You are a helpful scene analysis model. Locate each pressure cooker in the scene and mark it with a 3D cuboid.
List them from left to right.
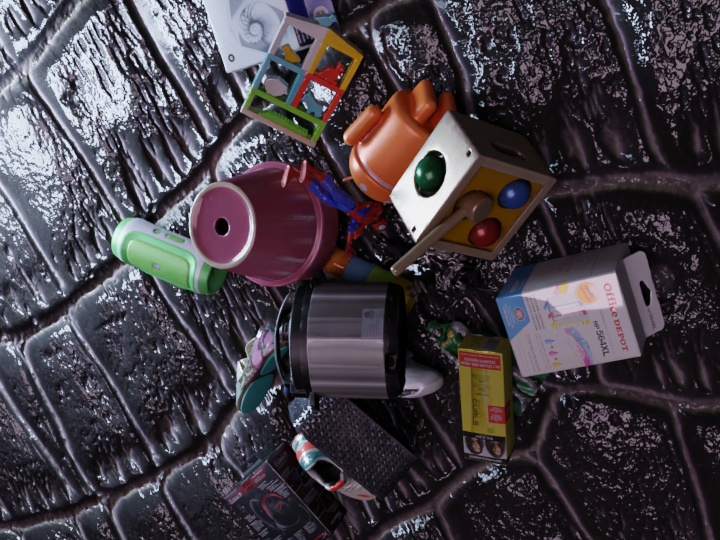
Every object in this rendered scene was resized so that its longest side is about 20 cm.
[{"bbox_3d":[-0.032,0.100,1.287,0.197,0.177,0.181,-1,120,7],"label":"pressure cooker"}]

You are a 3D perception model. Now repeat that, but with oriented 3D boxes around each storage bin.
[{"bbox_3d":[-0.014,0.264,1.416,0.200,0.135,0.094,41,91,-12],"label":"storage bin"}]

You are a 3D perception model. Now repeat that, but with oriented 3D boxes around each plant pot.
[{"bbox_3d":[-0.160,-0.071,1.335,0.198,0.178,0.203,2,95,28],"label":"plant pot"}]

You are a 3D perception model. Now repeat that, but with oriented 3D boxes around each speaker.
[{"bbox_3d":[-0.334,-0.026,1.515,0.198,0.088,0.089,21,117,16],"label":"speaker"}]

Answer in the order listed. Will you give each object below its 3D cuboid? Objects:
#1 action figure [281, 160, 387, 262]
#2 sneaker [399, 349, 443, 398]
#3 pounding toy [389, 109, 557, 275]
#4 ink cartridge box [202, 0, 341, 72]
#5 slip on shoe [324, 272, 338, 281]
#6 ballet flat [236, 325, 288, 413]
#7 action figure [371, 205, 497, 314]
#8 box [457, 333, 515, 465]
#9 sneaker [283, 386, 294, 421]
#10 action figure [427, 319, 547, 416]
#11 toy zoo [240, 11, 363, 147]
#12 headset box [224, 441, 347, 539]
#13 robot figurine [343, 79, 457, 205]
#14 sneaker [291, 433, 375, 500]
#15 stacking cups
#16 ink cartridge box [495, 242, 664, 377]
[{"bbox_3d":[-0.033,-0.080,1.302,0.065,0.199,0.100,-5,69,46],"label":"action figure"},{"bbox_3d":[0.041,0.133,1.410,0.198,0.075,0.116,11,116,24],"label":"sneaker"},{"bbox_3d":[0.138,-0.093,1.183,0.185,0.198,0.143,-54,44,30],"label":"pounding toy"},{"bbox_3d":[-0.148,-0.421,1.302,0.198,0.041,0.202,-12,104,27],"label":"ink cartridge box"},{"bbox_3d":[-0.082,0.075,1.437,0.060,0.076,0.201,40,143,27],"label":"slip on shoe"},{"bbox_3d":[-0.184,0.169,1.531,0.071,0.069,0.201,49,134,23],"label":"ballet flat"},{"bbox_3d":[0.111,-0.007,1.312,0.199,0.102,0.120,35,110,10],"label":"action figure"},{"bbox_3d":[0.194,0.198,1.322,0.074,0.050,0.202,6,117,23],"label":"box"},{"bbox_3d":[-0.090,0.261,1.517,0.075,0.078,0.202,-15,105,29],"label":"sneaker"},{"bbox_3d":[0.190,0.140,1.362,0.199,0.055,0.119,34,123,14],"label":"action figure"},{"bbox_3d":[-0.083,-0.296,1.301,0.130,0.021,0.201,24,121,-16],"label":"toy zoo"},{"bbox_3d":[-0.147,0.430,1.611,0.200,0.075,0.149,47,120,1],"label":"headset box"},{"bbox_3d":[0.061,-0.178,1.257,0.200,0.143,0.117,-48,68,34],"label":"robot figurine"},{"bbox_3d":[-0.036,0.357,1.482,0.070,0.094,0.200,-43,117,10],"label":"sneaker"},{"bbox_3d":[0.000,0.000,1.392,0.199,0.060,0.061,30,119,15],"label":"stacking cups"},{"bbox_3d":[0.316,0.053,1.226,0.198,0.125,0.130,-15,103,29],"label":"ink cartridge box"}]
